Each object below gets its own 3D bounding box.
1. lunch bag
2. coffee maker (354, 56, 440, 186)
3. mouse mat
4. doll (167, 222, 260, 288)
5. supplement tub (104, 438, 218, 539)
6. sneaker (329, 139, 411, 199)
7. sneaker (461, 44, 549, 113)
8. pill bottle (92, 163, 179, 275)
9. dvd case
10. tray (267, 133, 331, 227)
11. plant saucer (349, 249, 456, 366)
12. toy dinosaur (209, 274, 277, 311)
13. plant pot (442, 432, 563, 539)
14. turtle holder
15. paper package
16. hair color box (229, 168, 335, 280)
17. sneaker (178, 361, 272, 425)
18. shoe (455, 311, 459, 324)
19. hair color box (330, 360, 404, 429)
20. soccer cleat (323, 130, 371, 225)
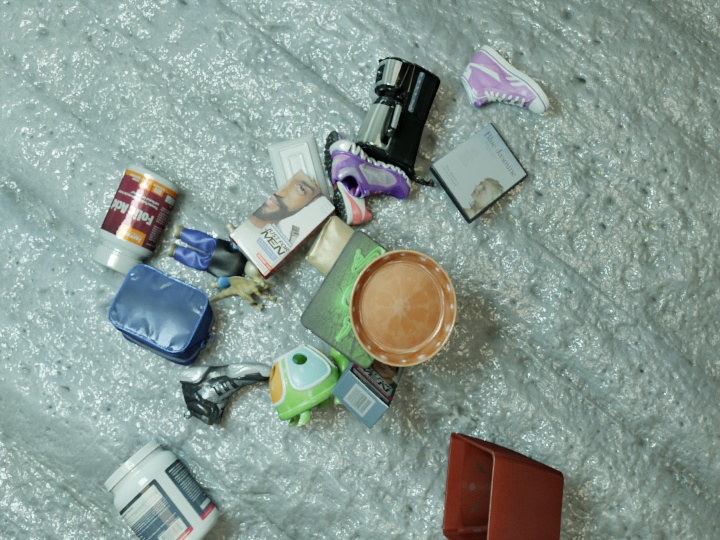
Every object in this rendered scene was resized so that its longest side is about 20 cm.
[{"bbox_3d":[-0.382,0.096,1.180,0.195,0.133,0.139,26,68,1],"label":"lunch bag"},{"bbox_3d":[0.090,-0.313,1.251,0.189,0.133,0.206,25,82,-41],"label":"coffee maker"},{"bbox_3d":[0.002,0.054,1.073,0.159,0.008,0.203,34,89,-4],"label":"mouse mat"},{"bbox_3d":[-0.295,-0.034,1.235,0.194,0.048,0.141,20,85,0],"label":"doll"},{"bbox_3d":[-0.380,0.445,1.139,0.140,0.140,0.201,-40,87,-5],"label":"supplement tub"},{"bbox_3d":[0.016,-0.181,1.209,0.196,0.080,0.091,23,67,-27],"label":"sneaker"},{"bbox_3d":[0.306,-0.380,1.288,0.199,0.073,0.115,41,88,12],"label":"sneaker"},{"bbox_3d":[-0.457,-0.099,1.201,0.111,0.114,0.206,22,84,0],"label":"pill bottle"},{"bbox_3d":[0.255,-0.210,1.260,0.198,0.018,0.144,-36,88,-25],"label":"dvd case"},{"bbox_3d":[-0.126,-0.186,1.270,0.104,0.022,0.207,-15,85,-5],"label":"tray"},{"bbox_3d":[0.075,0.066,1.060,0.192,0.032,0.209,0,92,-5],"label":"plant saucer"},{"bbox_3d":[-0.233,0.038,1.213,0.100,0.196,0.060,29,56,-37],"label":"toy dinosaur"},{"bbox_3d":[0.281,0.443,1.153,0.170,0.200,0.208,8,84,-14],"label":"plant pot"},{"bbox_3d":[-0.096,0.213,1.174,0.181,0.141,0.135,-27,85,-3],"label":"turtle holder"},{"bbox_3d":[0.000,0.000,1.172,0.198,0.191,0.105,38,89,1],"label":"paper package"},{"bbox_3d":[-0.157,-0.094,1.210,0.111,0.064,0.200,45,78,1],"label":"hair color box"},{"bbox_3d":[-0.269,0.248,1.199,0.192,0.075,0.118,-5,85,3],"label":"sneaker"},{"bbox_3d":[0.114,0.112,1.227,0.194,0.070,0.055,-18,77,-6],"label":"shoe"},{"bbox_3d":[0.019,0.210,1.147,0.099,0.200,0.061,42,106,1],"label":"hair color box"},{"bbox_3d":[-0.028,-0.197,1.262,0.071,0.068,0.207,-8,80,-27],"label":"soccer cleat"}]
